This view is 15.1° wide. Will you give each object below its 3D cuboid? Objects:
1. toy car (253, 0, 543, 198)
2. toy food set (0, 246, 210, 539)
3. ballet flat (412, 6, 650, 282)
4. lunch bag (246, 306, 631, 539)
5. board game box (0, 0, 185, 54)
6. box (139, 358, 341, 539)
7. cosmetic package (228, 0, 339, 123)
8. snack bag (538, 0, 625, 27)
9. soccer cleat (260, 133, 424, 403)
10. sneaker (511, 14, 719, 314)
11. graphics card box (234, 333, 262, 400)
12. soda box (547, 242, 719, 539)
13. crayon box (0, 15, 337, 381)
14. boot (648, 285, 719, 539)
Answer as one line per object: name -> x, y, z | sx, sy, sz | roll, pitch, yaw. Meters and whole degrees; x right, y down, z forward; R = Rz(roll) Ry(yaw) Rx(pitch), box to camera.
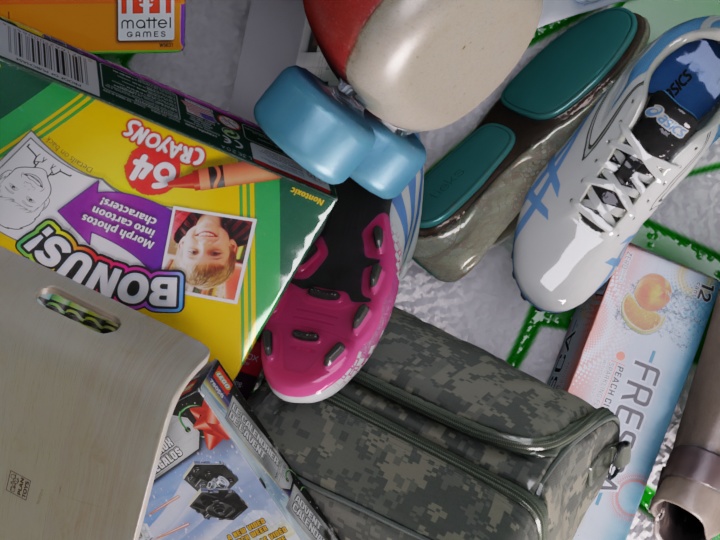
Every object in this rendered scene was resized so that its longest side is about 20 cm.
toy car -> -0.010, -0.174, 1.419 | 0.200, 0.177, 0.185 | 44, 100, 16
toy food set -> -0.161, 0.100, 1.400 | 0.143, 0.060, 0.201 | 25, 116, 19
ballet flat -> 0.100, -0.073, 1.605 | 0.200, 0.067, 0.062 | -43, 130, -9
lunch bag -> 0.031, 0.110, 1.521 | 0.199, 0.140, 0.168 | 25, 52, 22
board game box -> -0.199, -0.236, 1.458 | 0.198, 0.200, 0.201 | -2, 108, -8
box -> -0.122, 0.149, 1.458 | 0.199, 0.040, 0.137 | -27, 106, 24
cosmetic package -> -0.016, -0.153, 1.533 | 0.082, 0.051, 0.201 | -11, 122, -46
snack bag -> 0.098, -0.236, 1.557 | 0.200, 0.021, 0.190 | -23, 95, -52
soccer cleat -> 0.000, 0.000, 1.504 | 0.069, 0.087, 0.201 | 5, 56, 20
sneaker -> 0.153, -0.064, 1.546 | 0.072, 0.072, 0.200 | 36, 83, 1
graphics card box -> -0.145, 0.105, 1.537 | 0.125, 0.051, 0.201 | 20, 100, -20
soda box -> 0.143, 0.086, 1.603 | 0.068, 0.064, 0.201 | 22, 87, -8
crayon box -> -0.140, -0.016, 1.425 | 0.199, 0.058, 0.173 | 22, 114, -19
boot -> 0.214, 0.077, 1.556 | 0.070, 0.200, 0.147 | 22, 65, 20
